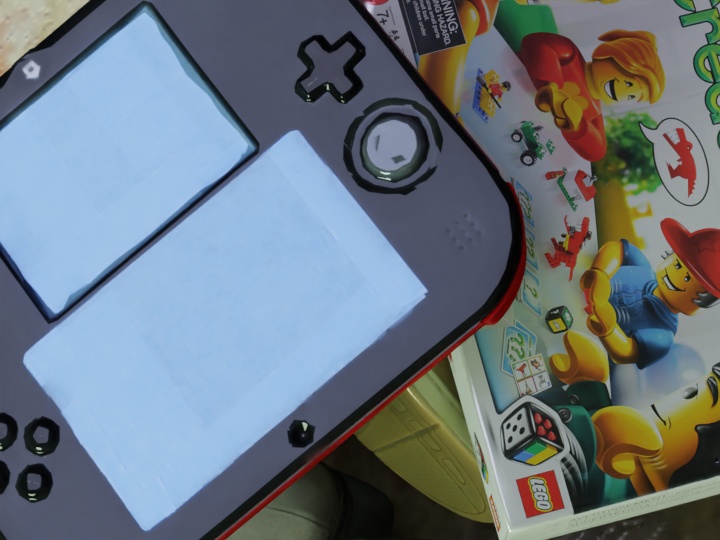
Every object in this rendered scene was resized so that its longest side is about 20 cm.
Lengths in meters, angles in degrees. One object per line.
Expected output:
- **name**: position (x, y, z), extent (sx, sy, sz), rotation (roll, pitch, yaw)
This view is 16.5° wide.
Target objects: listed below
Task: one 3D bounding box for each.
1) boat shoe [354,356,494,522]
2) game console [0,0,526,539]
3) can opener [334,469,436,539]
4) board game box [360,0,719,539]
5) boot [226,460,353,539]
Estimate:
- **boat shoe**: position (-0.001, 0.000, 0.881), extent (0.063, 0.073, 0.201), rotation (-40, 83, -23)
- **game console**: position (-0.062, -0.006, 0.808), extent (0.200, 0.031, 0.177), rotation (-39, 74, 3)
- **can opener**: position (0.024, 0.102, 0.910), extent (0.199, 0.053, 0.067), rotation (-1, 67, 32)
- **board game box**: position (0.082, -0.021, 0.832), extent (0.126, 0.035, 0.201), rotation (-14, 77, -5)
- **boot**: position (-0.112, 0.063, 0.886), extent (0.199, 0.132, 0.070), rotation (9, 71, 23)
